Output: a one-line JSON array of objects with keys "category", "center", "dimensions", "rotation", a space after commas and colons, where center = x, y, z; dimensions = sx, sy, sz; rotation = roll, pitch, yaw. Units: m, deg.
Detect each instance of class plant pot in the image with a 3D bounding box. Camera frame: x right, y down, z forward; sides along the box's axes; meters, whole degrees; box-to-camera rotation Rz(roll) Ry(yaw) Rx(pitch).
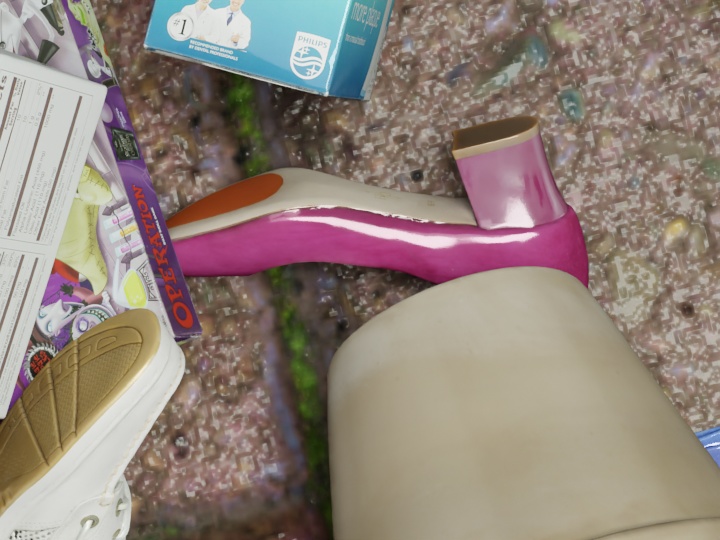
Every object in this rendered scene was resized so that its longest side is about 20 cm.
[{"category": "plant pot", "center": [0.066, 0.102, 1.005], "dimensions": [0.199, 0.200, 0.174], "rotation": [-20, 64, 1]}]

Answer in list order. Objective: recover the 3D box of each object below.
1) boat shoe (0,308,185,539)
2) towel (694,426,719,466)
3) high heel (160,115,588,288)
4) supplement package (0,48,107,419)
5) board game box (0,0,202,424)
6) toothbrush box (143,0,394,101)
[{"category": "boat shoe", "center": [-0.131, 0.101, 1.071], "dimensions": [0.069, 0.071, 0.200], "rotation": [32, 113, -24]}, {"category": "towel", "center": [0.143, 0.176, 1.075], "dimensions": [0.144, 0.024, 0.201], "rotation": [-15, 81, 3]}, {"category": "high heel", "center": [0.000, 0.000, 1.100], "dimensions": [0.199, 0.067, 0.097], "rotation": [-12, 110, 16]}, {"category": "supplement package", "center": [-0.237, -0.041, 1.058], "dimensions": [0.199, 0.111, 0.157], "rotation": [19, 93, 22]}, {"category": "board game box", "center": [-0.155, -0.042, 1.107], "dimensions": [0.120, 0.032, 0.201], "rotation": [-25, 79, 30]}, {"category": "toothbrush box", "center": [-0.018, -0.180, 1.061], "dimensions": [0.085, 0.146, 0.201], "rotation": [14, 94, 6]}]
